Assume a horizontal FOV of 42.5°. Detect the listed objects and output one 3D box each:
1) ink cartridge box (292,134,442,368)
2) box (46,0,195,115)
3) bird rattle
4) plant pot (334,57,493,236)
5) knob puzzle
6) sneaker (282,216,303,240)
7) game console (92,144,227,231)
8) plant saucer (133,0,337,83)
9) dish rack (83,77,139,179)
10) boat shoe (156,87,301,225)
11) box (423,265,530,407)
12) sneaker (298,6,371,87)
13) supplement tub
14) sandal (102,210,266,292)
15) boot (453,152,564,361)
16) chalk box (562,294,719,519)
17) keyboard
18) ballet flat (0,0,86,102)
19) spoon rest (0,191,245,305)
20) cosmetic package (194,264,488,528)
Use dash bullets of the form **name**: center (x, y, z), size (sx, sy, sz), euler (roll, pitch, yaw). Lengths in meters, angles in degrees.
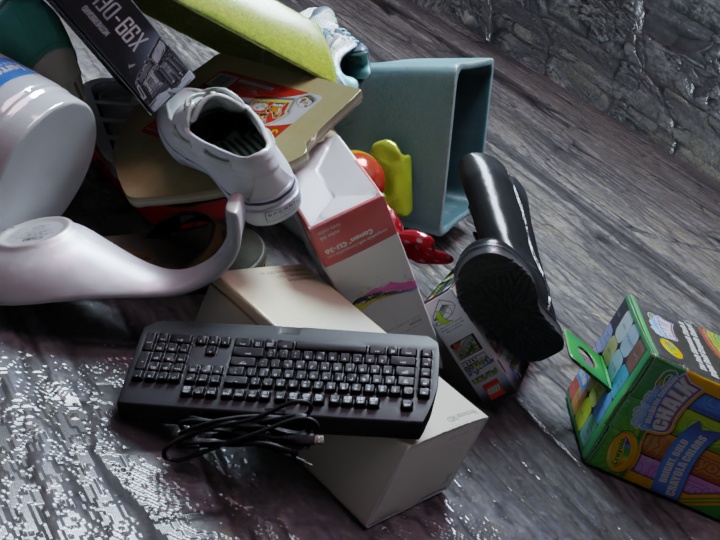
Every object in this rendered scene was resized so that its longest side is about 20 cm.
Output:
- **ink cartridge box**: center (0.000, 0.000, 0.792), size (0.067, 0.200, 0.116), euler (-26, 37, -5)
- **box**: center (-0.227, -0.222, 0.785), size (0.158, 0.050, 0.200), euler (50, -5, -29)
- **bird rattle**: center (0.002, -0.068, 0.955), size (0.163, 0.113, 0.200), euler (50, 17, -31)
- **plant pot**: center (0.038, -0.169, 1.140), size (0.200, 0.196, 0.196), euler (10, 17, 18)
- **knob puzzle**: center (-0.122, -0.110, 0.793), size (0.219, 0.030, 0.220), euler (-7, 42, 6)
- **sneaker**: center (-0.103, -0.089, 0.984), size (0.087, 0.075, 0.200), euler (-11, 39, -26)
- **game console**: center (-0.168, -0.115, 0.932), size (0.177, 0.031, 0.200), euler (-18, 46, -35)
- **plant saucer**: center (-0.131, -0.241, 0.866), size (0.200, 0.048, 0.200), euler (23, 3, -29)
- **dish rack**: center (-0.159, -0.131, 0.893), size (0.200, 0.044, 0.172), euler (-6, 39, -24)
- **boat shoe**: center (-0.106, -0.111, 0.717), size (0.074, 0.067, 0.200), euler (-31, 45, -20)
- **box**: center (0.125, 0.043, 0.892), size (0.110, 0.035, 0.200), euler (57, 24, -2)
- **sneaker**: center (-0.027, -0.228, 1.020), size (0.086, 0.078, 0.200), euler (-13, 45, 15)
- **supplement tub**: center (-0.320, -0.117, 0.702), size (0.200, 0.132, 0.132), euler (27, 22, 6)
- **sandal**: center (-0.150, -0.023, 0.778), size (0.082, 0.055, 0.200), euler (40, 26, 31)
- **boot**: center (0.124, -0.038, 0.851), size (0.165, 0.066, 0.200), euler (53, 27, -45)
- **chalk box**: center (0.268, 0.115, 0.836), size (0.200, 0.124, 0.125), euler (23, 23, -4)
- **keyboard**: center (-0.052, 0.069, 0.578), size (0.200, 0.040, 0.104), euler (2, 51, 6)
- **ballet flat**: center (-0.260, -0.147, 0.789), size (0.070, 0.200, 0.067), euler (43, 63, 14)
- **spoon rest**: center (-0.176, -0.008, 0.649), size (0.200, 0.061, 0.099), euler (-9, 25, 4)
- **cosmetic package**: center (-0.021, 0.080, 0.665), size (0.200, 0.073, 0.104), euler (37, 25, 28)
